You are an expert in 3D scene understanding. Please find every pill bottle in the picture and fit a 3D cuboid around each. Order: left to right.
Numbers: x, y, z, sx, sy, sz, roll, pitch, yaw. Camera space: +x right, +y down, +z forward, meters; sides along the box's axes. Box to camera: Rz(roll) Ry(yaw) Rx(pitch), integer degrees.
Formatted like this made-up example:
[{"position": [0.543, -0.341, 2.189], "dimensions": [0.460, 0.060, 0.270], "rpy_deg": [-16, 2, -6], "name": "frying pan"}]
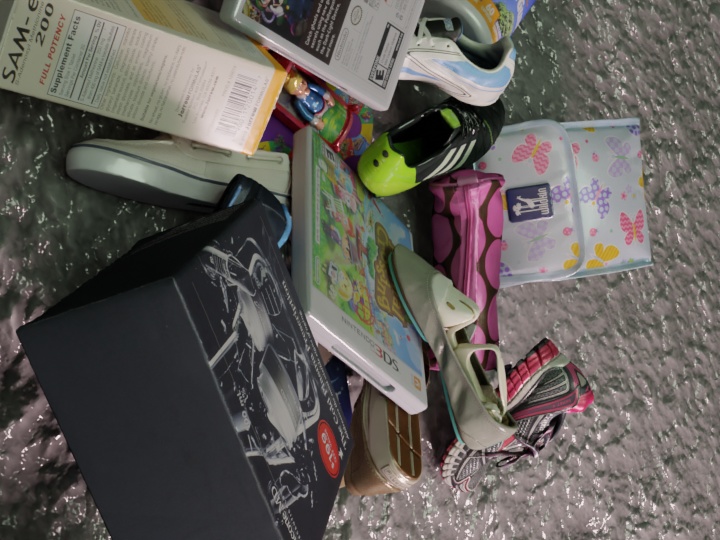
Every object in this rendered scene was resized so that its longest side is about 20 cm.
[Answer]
[{"position": [0.127, -0.297, 0.951], "dimensions": [0.112, 0.111, 0.201], "rpy_deg": [49, 60, -27], "name": "pill bottle"}]

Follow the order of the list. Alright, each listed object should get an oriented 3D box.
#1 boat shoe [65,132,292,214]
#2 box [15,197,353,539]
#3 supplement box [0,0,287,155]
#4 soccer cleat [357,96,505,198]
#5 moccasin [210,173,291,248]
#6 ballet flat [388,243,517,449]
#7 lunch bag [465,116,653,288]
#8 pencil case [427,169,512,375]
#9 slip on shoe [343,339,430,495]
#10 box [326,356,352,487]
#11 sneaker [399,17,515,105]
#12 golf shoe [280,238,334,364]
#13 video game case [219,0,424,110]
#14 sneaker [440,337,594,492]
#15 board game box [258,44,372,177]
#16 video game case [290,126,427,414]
[{"position": [-0.138, -0.089, 0.745], "dimensions": [0.198, 0.071, 0.071], "rpy_deg": [8, 81, -37], "name": "boat shoe"}, {"position": [-0.095, 0.081, 0.594], "dimensions": [0.182, 0.103, 0.202], "rpy_deg": [-63, 134, -69], "name": "box"}, {"position": [-0.170, -0.162, 0.675], "dimensions": [0.198, 0.126, 0.074], "rpy_deg": [12, 115, -35], "name": "supplement box"}, {"position": [0.081, -0.129, 0.879], "dimensions": [0.199, 0.081, 0.068], "rpy_deg": [-33, 84, -35], "name": "soccer cleat"}, {"position": [-0.143, 0.007, 0.719], "dimensions": [0.200, 0.080, 0.068], "rpy_deg": [-48, 113, -10], "name": "moccasin"}, {"position": [0.090, 0.062, 0.843], "dimensions": [0.067, 0.063, 0.202], "rpy_deg": [-24, 92, -66], "name": "ballet flat"}, {"position": [0.207, -0.073, 1.002], "dimensions": [0.198, 0.127, 0.172], "rpy_deg": [-5, 91, -24], "name": "lunch bag"}, {"position": [0.104, 0.001, 0.918], "dimensions": [0.094, 0.090, 0.203], "rpy_deg": [-10, 100, -72], "name": "pencil case"}, {"position": [0.022, 0.120, 0.855], "dimensions": [0.076, 0.060, 0.201], "rpy_deg": [42, 32, -31], "name": "slip on shoe"}, {"position": [-0.065, 0.106, 0.825], "dimensions": [0.120, 0.032, 0.203], "rpy_deg": [-13, 95, -39], "name": "box"}, {"position": [0.047, -0.205, 0.843], "dimensions": [0.197, 0.073, 0.072], "rpy_deg": [10, 38, -15], "name": "sneaker"}, {"position": [-0.057, 0.076, 0.763], "dimensions": [0.094, 0.077, 0.203], "rpy_deg": [18, 75, -36], "name": "golf shoe"}, {"position": [-0.009, -0.256, 0.743], "dimensions": [0.181, 0.023, 0.202], "rpy_deg": [21, 88, -46], "name": "video game case"}, {"position": [0.146, 0.159, 0.911], "dimensions": [0.075, 0.201, 0.080], "rpy_deg": [43, 38, 15], "name": "sneaker"}, {"position": [-0.052, -0.151, 0.840], "dimensions": [0.199, 0.039, 0.160], "rpy_deg": [-19, 100, -38], "name": "board game box"}, {"position": [0.000, 0.000, 0.813], "dimensions": [0.182, 0.022, 0.202], "rpy_deg": [43, 34, -43], "name": "video game case"}]
